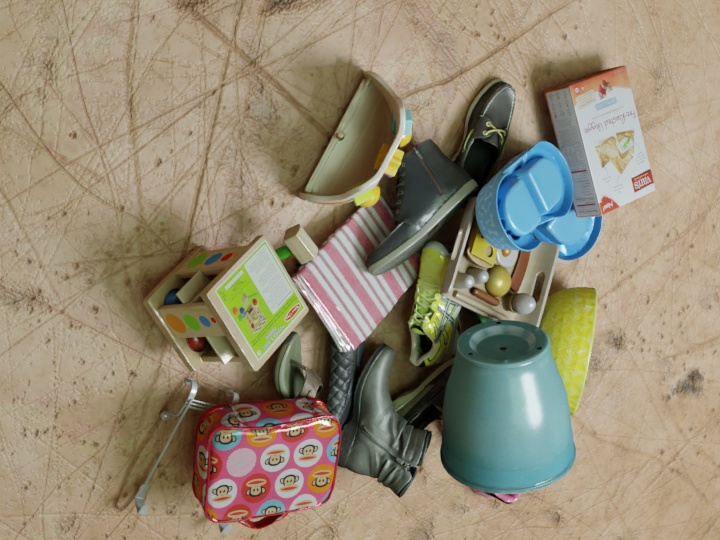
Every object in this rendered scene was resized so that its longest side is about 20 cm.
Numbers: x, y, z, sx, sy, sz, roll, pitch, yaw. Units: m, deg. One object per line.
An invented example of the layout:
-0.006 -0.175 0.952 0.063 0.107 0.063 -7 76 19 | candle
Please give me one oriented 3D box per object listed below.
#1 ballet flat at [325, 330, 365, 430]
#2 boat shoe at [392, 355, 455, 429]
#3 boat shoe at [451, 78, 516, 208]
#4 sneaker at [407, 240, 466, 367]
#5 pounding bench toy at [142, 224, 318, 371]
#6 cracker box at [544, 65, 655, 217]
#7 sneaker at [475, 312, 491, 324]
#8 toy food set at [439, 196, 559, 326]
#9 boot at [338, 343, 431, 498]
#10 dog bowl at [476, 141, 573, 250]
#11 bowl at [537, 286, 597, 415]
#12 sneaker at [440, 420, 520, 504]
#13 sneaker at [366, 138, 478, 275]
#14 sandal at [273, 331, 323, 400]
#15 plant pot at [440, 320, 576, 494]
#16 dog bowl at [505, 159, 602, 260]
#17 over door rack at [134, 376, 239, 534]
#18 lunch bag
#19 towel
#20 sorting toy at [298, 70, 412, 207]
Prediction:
-0.037 0.176 1.617 0.056 0.066 0.202 15 98 16 | ballet flat
0.115 0.199 1.668 0.199 0.065 0.073 -37 147 -6 | boat shoe
0.183 -0.185 1.617 0.071 0.060 0.203 24 92 -28 | boat shoe
0.109 0.055 1.607 0.076 0.075 0.202 -32 128 -45 | sneaker
-0.163 0.024 1.465 0.200 0.155 0.125 -49 120 -37 | pounding bench toy
0.367 -0.196 1.669 0.133 0.057 0.202 -23 102 -34 | cracker box
0.190 0.047 1.675 0.083 0.074 0.203 -6 96 -26 | sneaker
0.207 -0.005 1.592 0.199 0.060 0.145 26 77 -39 | toy food set
0.050 0.220 1.609 0.129 0.068 0.202 19 91 17 | boot
0.232 -0.103 1.560 0.200 0.049 0.112 -43 110 -41 | dog bowl
0.293 0.115 1.694 0.106 0.200 0.203 11 99 5 | bowl
0.197 0.287 1.723 0.079 0.095 0.201 -35 113 -11 | sneaker
0.063 -0.089 1.565 0.200 0.075 0.106 -42 80 -7 | sneaker
-0.079 0.177 1.570 0.057 0.080 0.203 0 117 19 | sandal
0.206 0.182 1.570 0.198 0.200 0.190 -16 116 -21 | plant pot
0.289 -0.103 1.694 0.200 0.049 0.112 42 84 -28 | dog bowl
-0.218 0.255 1.537 0.147 0.067 0.202 20 100 -28 | over door rack
-0.128 0.269 1.498 0.198 0.082 0.178 -2 110 -24 | lunch bag
0.000 0.000 1.571 0.200 0.030 0.147 -47 117 -28 | towel
0.015 -0.160 1.469 0.106 0.180 0.202 28 90 -11 | sorting toy
